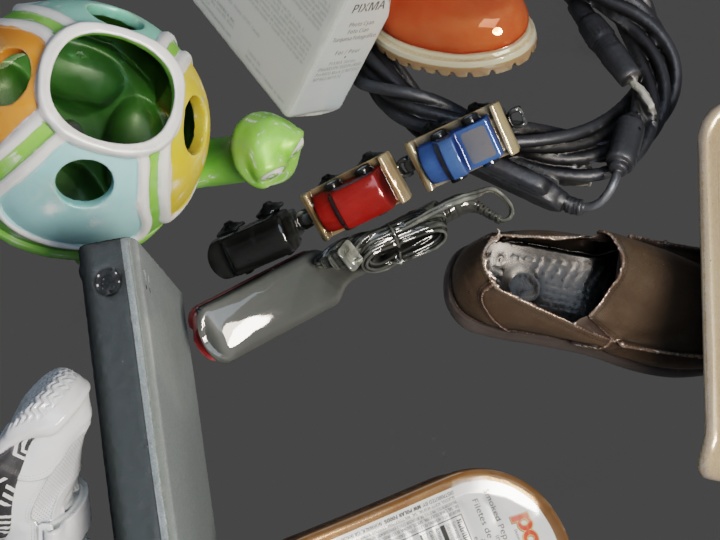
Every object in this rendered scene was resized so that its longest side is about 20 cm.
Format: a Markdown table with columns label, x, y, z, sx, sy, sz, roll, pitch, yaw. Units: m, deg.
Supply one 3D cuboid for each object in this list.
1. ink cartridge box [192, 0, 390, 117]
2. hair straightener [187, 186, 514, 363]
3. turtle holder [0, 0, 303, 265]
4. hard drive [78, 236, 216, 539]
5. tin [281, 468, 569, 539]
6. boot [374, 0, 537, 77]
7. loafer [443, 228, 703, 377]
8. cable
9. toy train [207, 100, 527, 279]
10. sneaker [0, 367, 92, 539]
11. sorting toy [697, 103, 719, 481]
| label | x | y | z | sx | sy | sz | roll | pitch | yaw |
| --- | --- | --- | --- | --- | --- | --- | --- | --- | --- |
| ink cartridge box | -0.032 | -0.211 | 0.865 | 0.047 | 0.201 | 0.161 | -15 | 58 | -43 |
| hair straightener | 0.000 | 0.000 | 0.882 | 0.198 | 0.077 | 0.041 | -22 | 94 | -11 |
| turtle holder | -0.137 | -0.070 | 0.858 | 0.185 | 0.131 | 0.142 | 38 | 66 | -14 |
| hard drive | -0.105 | 0.098 | 0.816 | 0.032 | 0.140 | 0.203 | -10 | 76 | 2 |
| tin | 0.024 | 0.177 | 0.833 | 0.198 | 0.042 | 0.113 | -20 | 85 | -22 |
| boot | 0.021 | -0.189 | 0.879 | 0.075 | 0.108 | 0.200 | -34 | 57 | -24 |
| loafer | 0.147 | 0.016 | 0.885 | 0.197 | 0.071 | 0.074 | 3 | 75 | -2 |
| cable | 0.087 | -0.129 | 0.919 | 0.198 | 0.051 | 0.164 | 26 | 68 | 13 |
| toy train | 0.000 | -0.043 | 0.867 | 0.198 | 0.046 | 0.034 | -25 | 100 | 18 |
| sneaker | -0.150 | 0.146 | 0.805 | 0.114 | 0.075 | 0.201 | 26 | 117 | -4 |
| sorting toy | 0.251 | 0.024 | 0.873 | 0.183 | 0.036 | 0.203 | 13 | 75 | -32 |
